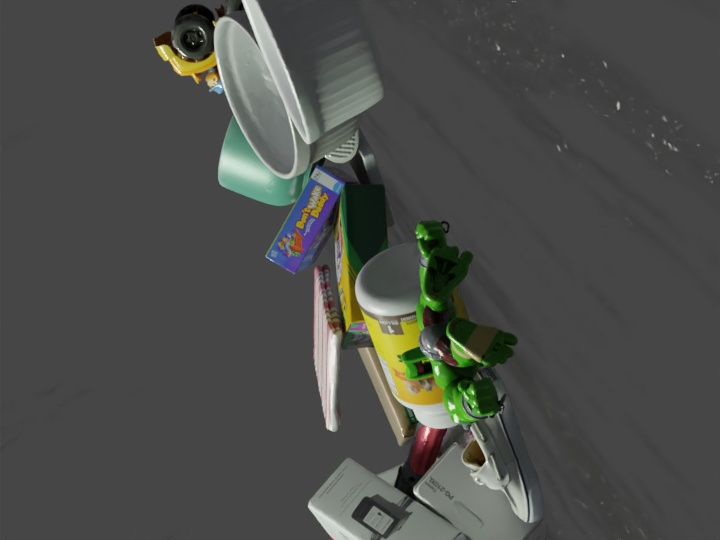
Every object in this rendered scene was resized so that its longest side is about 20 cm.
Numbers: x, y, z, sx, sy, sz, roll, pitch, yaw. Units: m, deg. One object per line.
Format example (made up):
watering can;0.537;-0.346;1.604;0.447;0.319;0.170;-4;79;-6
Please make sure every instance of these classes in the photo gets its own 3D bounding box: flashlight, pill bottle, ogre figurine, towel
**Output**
flashlight;0.088;0.208;1.576;0.068;0.068;0.201;30;120;27
pill bottle;0.070;0.076;1.410;0.109;0.109;0.201;-119;7;-54
ogre figurine;0.087;0.062;1.222;0.200;0.098;0.120;53;159;24
towel;-0.040;0.098;1.707;0.200;0.030;0.147;-105;15;-63

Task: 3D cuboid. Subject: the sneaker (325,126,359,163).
sneaker;-0.048;-0.235;1.637;0.201;0.073;0.082;67;-162;-5

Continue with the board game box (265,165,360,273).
board game box;-0.060;-0.071;1.724;0.045;0.135;0.200;31;-174;3

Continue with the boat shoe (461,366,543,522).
boat shoe;0.145;0.200;1.406;0.071;0.069;0.201;-121;9;-61

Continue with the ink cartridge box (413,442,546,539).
ink cartridge box;0.150;0.315;1.574;0.144;0.084;0.200;37;162;25

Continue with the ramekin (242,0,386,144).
ramekin;-0.049;-0.239;1.300;0.200;0.097;0.202;156;90;-86

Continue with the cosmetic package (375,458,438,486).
cosmetic package;0.136;0.360;1.763;0.165;0.164;0.201;73;174;-60

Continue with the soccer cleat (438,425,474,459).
soccer cleat;0.129;0.223;1.632;0.200;0.086;0.070;-137;23;-80

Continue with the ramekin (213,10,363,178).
ramekin;-0.080;-0.219;1.507;0.200;0.104;0.201;52;157;32

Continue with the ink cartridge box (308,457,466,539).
ink cartridge box;0.050;0.334;1.554;0.199;0.083;0.146;27;156;41

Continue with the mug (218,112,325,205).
mug;-0.103;-0.176;1.696;0.152;0.114;0.186;-60;-11;-55

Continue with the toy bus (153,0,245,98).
toy bus;-0.158;-0.295;1.776;0.193;0.199;0.136;61;-176;-21

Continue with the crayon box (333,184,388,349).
crayon box;0.000;0.000;1.656;0.200;0.058;0.174;109;160;-76

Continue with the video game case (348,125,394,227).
video game case;-0.009;-0.170;1.736;0.144;0.018;0.201;71;175;-50

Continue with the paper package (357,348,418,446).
paper package;0.066;0.148;1.934;0.191;0.103;0.201;86;161;-79
